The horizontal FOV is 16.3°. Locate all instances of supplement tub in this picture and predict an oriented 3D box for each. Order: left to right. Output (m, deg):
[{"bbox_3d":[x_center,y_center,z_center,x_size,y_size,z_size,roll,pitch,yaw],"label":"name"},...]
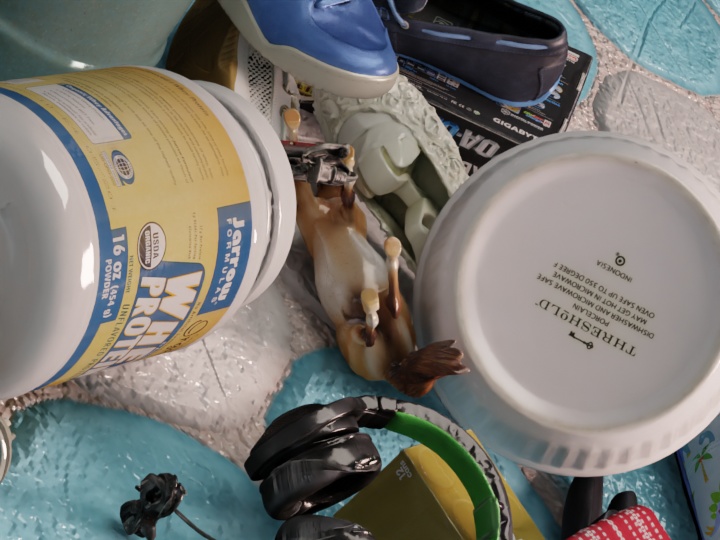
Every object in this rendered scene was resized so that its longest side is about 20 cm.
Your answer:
[{"bbox_3d":[-0.135,-0.023,1.212,0.145,0.145,0.200,53,31,14],"label":"supplement tub"}]

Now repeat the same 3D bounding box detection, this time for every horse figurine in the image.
[{"bbox_3d":[0.000,0.000,1.413,0.050,0.133,0.201,-20,59,-9],"label":"horse figurine"}]

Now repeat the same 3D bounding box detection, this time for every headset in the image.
[{"bbox_3d":[-0.017,0.117,1.220,0.199,0.094,0.124,2,65,-18],"label":"headset"}]

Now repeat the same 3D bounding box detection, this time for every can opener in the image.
[{"bbox_3d":[0.135,0.163,1.411,0.063,0.079,0.200,49,17,-4],"label":"can opener"}]

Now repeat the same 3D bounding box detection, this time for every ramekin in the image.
[{"bbox_3d":[0.129,0.015,1.415,0.202,0.202,0.094,48,-3,5],"label":"ramekin"}]

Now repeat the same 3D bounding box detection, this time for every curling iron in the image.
[{"bbox_3d":[-0.099,-0.066,1.341,0.199,0.026,0.050,6,1,-5],"label":"curling iron"}]

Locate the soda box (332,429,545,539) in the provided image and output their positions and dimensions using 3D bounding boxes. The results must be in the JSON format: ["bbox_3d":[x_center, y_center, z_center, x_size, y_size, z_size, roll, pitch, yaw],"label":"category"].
[{"bbox_3d":[0.074,0.184,1.301,0.068,0.064,0.200,-10,60,-54],"label":"soda box"}]

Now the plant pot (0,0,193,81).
[{"bbox_3d":[-0.149,-0.206,1.370,0.200,0.196,0.201,31,33,-23],"label":"plant pot"}]

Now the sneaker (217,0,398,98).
[{"bbox_3d":[-0.035,-0.196,1.438,0.077,0.111,0.200,-12,51,-44],"label":"sneaker"}]

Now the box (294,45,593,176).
[{"bbox_3d":[0.041,-0.128,1.604,0.199,0.046,0.159,24,31,1],"label":"box"}]

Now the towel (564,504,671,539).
[{"bbox_3d":[0.127,0.203,1.249,0.200,0.022,0.145,-18,74,-53],"label":"towel"}]

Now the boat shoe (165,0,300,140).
[{"bbox_3d":[-0.069,-0.104,1.479,0.069,0.071,0.201,37,34,-28],"label":"boat shoe"}]

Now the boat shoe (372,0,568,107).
[{"bbox_3d":[0.037,-0.174,1.541,0.199,0.069,0.084,19,55,-4],"label":"boat shoe"}]

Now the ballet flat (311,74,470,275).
[{"bbox_3d":[0.035,-0.042,1.498,0.200,0.072,0.072,55,30,1],"label":"ballet flat"}]

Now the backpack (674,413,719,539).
[{"bbox_3d":[0.295,0.125,1.570,0.183,0.147,0.201,25,33,-35],"label":"backpack"}]

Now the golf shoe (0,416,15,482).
[{"bbox_3d":[-0.237,0.026,1.089,0.200,0.078,0.097,54,43,5],"label":"golf shoe"}]
